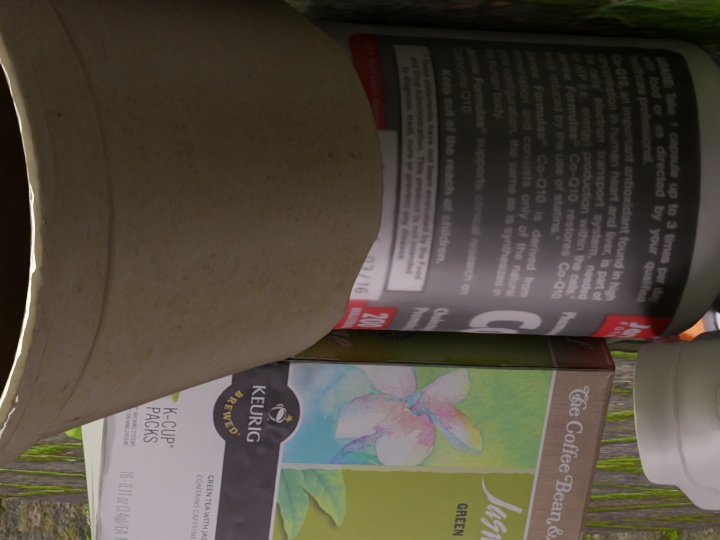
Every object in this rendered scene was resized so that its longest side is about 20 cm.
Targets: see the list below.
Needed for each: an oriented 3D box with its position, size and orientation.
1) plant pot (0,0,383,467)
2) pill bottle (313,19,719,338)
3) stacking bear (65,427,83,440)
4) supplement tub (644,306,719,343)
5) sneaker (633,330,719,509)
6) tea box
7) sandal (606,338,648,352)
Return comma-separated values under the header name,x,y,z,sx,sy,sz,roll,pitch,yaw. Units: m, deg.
name,x,y,z,sx,sy,sz,roll,pitch,yaw
plant pot,-0.100,-0.026,0.941,0.200,0.201,0.183,-8,178,44
pill bottle,0.074,-0.032,1.054,0.200,0.114,0.114,2,171,-10
stacking bear,-0.161,0.036,1.553,0.200,0.114,0.121,7,170,-12
supplement tub,0.184,-0.014,1.199,0.200,0.107,0.107,-2,171,19
sneaker,0.180,0.053,1.083,0.115,0.074,0.200,-6,178,16
tea box,-0.015,0.037,1.159,0.196,0.134,0.200,2,-149,-8
sandal,0.115,0.013,1.539,0.080,0.057,0.201,37,-151,27
